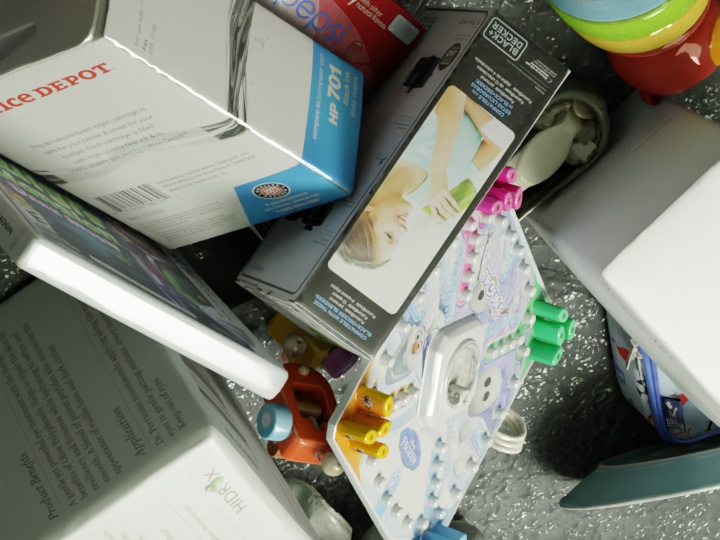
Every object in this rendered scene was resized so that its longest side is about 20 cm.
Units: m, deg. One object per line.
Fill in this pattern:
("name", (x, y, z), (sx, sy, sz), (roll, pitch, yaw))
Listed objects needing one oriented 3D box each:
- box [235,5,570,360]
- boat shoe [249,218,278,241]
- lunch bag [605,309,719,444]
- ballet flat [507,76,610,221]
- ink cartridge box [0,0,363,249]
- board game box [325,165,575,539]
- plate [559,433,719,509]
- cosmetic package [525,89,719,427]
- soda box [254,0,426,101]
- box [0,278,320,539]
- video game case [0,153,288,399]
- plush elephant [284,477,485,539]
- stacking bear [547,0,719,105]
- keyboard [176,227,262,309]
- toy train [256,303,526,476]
("box", (0.022, -0.052, 1.541), (0.060, 0.117, 0.200), (37, 83, -19))
("boat shoe", (0.000, 0.000, 1.632), (0.072, 0.068, 0.200), (-35, 128, 19))
("lunch bag", (0.260, 0.024, 1.853), (0.200, 0.076, 0.161), (-24, 131, -13))
("ballet flat", (0.073, -0.046, 1.691), (0.200, 0.064, 0.067), (-41, 105, 3))
("ink cartridge box", (-0.117, -0.098, 1.487), (0.146, 0.086, 0.200), (-15, 146, 38))
("board game box", (0.060, 0.062, 1.603), (0.200, 0.026, 0.200), (-61, 151, -21))
("plate", (0.232, 0.131, 1.872), (0.200, 0.200, 0.026), (-13, 91, -20))
("cosmetic package", (0.224, 0.009, 1.680), (0.123, 0.200, 0.199), (-44, 107, -1))
("soda box", (-0.054, -0.175, 1.518), (0.063, 0.070, 0.200), (-47, 134, 7))
("box", (-0.145, 0.134, 1.620), (0.171, 0.199, 0.200), (-35, 134, 0))
("video game case", (-0.149, -0.015, 1.512), (0.200, 0.182, 0.023), (30, 99, -42))
("plush elephant", (-0.011, 0.223, 1.814), (0.200, 0.154, 0.165), (68, 34, -75))
("stacking bear", (0.166, -0.176, 1.620), (0.200, 0.113, 0.122), (54, 47, -54))
("keyboard", (-0.024, -0.057, 1.651), (0.200, 0.040, 0.104), (-26, 131, 6))
("toy train", (0.002, 0.080, 1.704), (0.200, 0.150, 0.056), (6, 137, -38))
